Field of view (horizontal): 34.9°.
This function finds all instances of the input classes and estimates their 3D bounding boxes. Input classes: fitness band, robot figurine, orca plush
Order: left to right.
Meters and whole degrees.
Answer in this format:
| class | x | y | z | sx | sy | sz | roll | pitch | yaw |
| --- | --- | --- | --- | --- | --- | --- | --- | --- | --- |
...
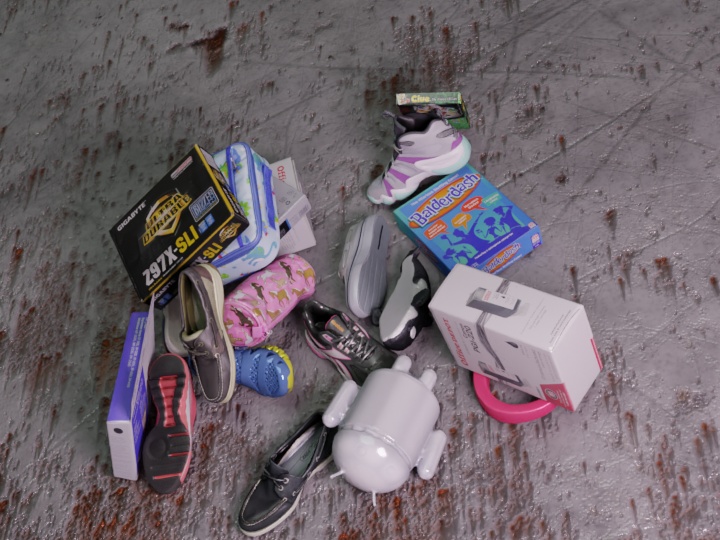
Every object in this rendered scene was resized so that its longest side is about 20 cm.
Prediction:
| class | x | y | z | sx | sy | sz | roll | pitch | yaw |
| --- | --- | --- | --- | --- | --- | --- | --- | --- | --- |
| robot figurine | 0.034 | 0.214 | 1.541 | 0.168 | 0.113 | 0.201 | 26 | 60 | 9 |
| orca plush | 0.075 | 0.058 | 1.707 | 0.105 | 0.071 | 0.201 | -33 | 26 | 17 |
| fitness band | 0.230 | 0.125 | 1.601 | 0.142 | 0.038 | 0.202 | -6 | 47 | 20 |

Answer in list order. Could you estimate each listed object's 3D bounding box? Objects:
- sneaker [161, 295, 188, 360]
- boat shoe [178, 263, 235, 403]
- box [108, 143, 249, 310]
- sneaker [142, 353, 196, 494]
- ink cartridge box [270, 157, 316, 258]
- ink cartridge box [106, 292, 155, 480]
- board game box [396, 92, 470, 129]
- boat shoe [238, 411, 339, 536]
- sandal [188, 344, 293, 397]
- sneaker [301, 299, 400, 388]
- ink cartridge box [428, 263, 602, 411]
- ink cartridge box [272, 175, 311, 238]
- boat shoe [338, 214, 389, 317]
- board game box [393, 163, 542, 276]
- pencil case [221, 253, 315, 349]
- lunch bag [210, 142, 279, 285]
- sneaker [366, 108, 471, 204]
| class | x | y | z | sx | sy | sz | roll | pitch | yaw |
| --- | --- | --- | --- | --- | --- | --- | --- | --- | --- |
| sneaker | -0.282 | 0.048 | 1.813 | 0.074 | 0.085 | 0.203 | 11 | 65 | -12 |
| boat shoe | -0.228 | 0.092 | 1.634 | 0.071 | 0.066 | 0.204 | -6 | 90 | 38 |
| box | -0.275 | -0.065 | 1.721 | 0.200 | 0.049 | 0.160 | -42 | 55 | 13 |
| sneaker | -0.267 | 0.228 | 1.682 | 0.073 | 0.087 | 0.203 | -3 | 73 | 14 |
| ink cartridge box | -0.184 | -0.085 | 1.913 | 0.198 | 0.084 | 0.146 | -19 | 47 | 5 |
| ink cartridge box | -0.332 | 0.168 | 1.669 | 0.043 | 0.201 | 0.200 | 6 | 48 | -4 |
| board game box | 0.122 | -0.260 | 1.878 | 0.103 | 0.200 | 0.024 | -3 | 85 | 9 |
| boat shoe | -0.101 | 0.274 | 1.574 | 0.199 | 0.066 | 0.074 | -42 | 49 | -17 |
| sandal | -0.182 | 0.145 | 1.698 | 0.198 | 0.081 | 0.087 | 13 | 20 | 39 |
| sneaker | -0.021 | 0.108 | 1.676 | 0.199 | 0.087 | 0.081 | 25 | 64 | 36 |
| ink cartridge box | 0.205 | 0.087 | 1.517 | 0.199 | 0.146 | 0.085 | 22 | 63 | 38 |
| ink cartridge box | -0.180 | -0.117 | 1.855 | 0.199 | 0.039 | 0.099 | 33 | 70 | 36 |
| boat shoe | 0.000 | 0.000 | 1.788 | 0.066 | 0.074 | 0.201 | -19 | 36 | 30 |
| board game box | 0.165 | -0.068 | 1.788 | 0.151 | 0.045 | 0.200 | -34 | 45 | -9 |
| pencil case | -0.140 | 0.043 | 1.732 | 0.082 | 0.087 | 0.200 | -22 | 12 | 31 |
| lunch bag | -0.205 | -0.088 | 1.766 | 0.159 | 0.082 | 0.202 | -21 | 60 | 22 |
| sneaker | 0.066 | -0.199 | 1.850 | 0.199 | 0.140 | 0.078 | -28 | 31 | 24 |
